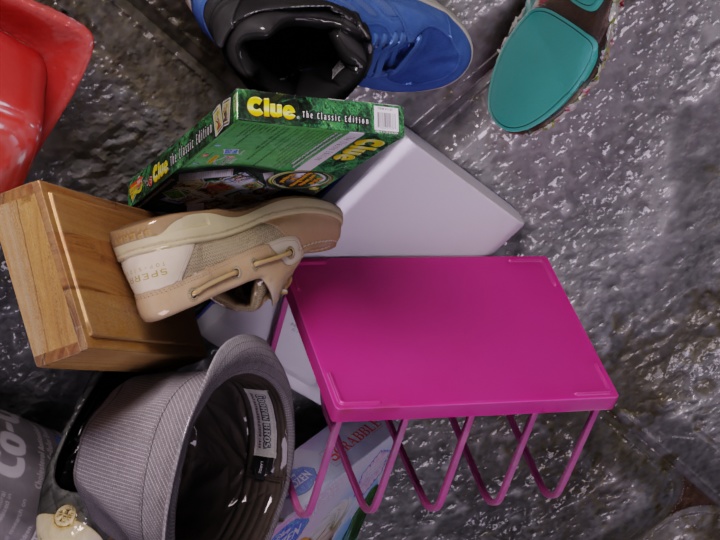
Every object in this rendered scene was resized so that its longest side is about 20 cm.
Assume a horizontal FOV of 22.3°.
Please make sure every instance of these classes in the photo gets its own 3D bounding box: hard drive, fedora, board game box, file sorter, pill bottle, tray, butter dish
[{"bbox_3d":[0.000,0.000,1.264,0.200,0.025,0.132,-44,131,16],"label":"hard drive"},{"bbox_3d":[-0.115,0.120,1.129,0.200,0.090,0.178,-4,103,-70],"label":"fedora"},{"bbox_3d":[-0.062,-0.067,1.105,0.104,0.024,0.200,6,165,-24],"label":"board game box"},{"bbox_3d":[0.044,0.083,1.242,0.199,0.139,0.126,-1,132,-21],"label":"file sorter"},{"bbox_3d":[-0.283,0.134,1.204,0.200,0.114,0.114,28,114,-37],"label":"pill bottle"},{"bbox_3d":[-0.064,0.216,1.333,0.200,0.041,0.200,-33,150,-51],"label":"board game box"},{"bbox_3d":[-0.151,0.008,1.090,0.037,0.099,0.200,-19,172,11],"label":"tray"},{"bbox_3d":[-0.264,-0.063,1.024,0.200,0.148,0.200,20,119,-34],"label":"butter dish"}]

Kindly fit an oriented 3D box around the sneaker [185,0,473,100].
[{"bbox_3d":[-0.006,-0.129,1.095,0.199,0.111,0.077,17,120,-32],"label":"sneaker"}]

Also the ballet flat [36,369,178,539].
[{"bbox_3d":[-0.166,0.096,1.191,0.066,0.201,0.057,12,156,17],"label":"ballet flat"}]

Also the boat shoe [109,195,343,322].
[{"bbox_3d":[-0.077,-0.005,1.127,0.071,0.065,0.200,-16,176,36],"label":"boat shoe"}]

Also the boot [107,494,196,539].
[{"bbox_3d":[-0.138,0.206,1.276,0.072,0.200,0.167,11,133,10],"label":"boot"}]

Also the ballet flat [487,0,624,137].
[{"bbox_3d":[0.145,-0.171,1.155,0.064,0.076,0.200,-27,151,-47],"label":"ballet flat"}]
